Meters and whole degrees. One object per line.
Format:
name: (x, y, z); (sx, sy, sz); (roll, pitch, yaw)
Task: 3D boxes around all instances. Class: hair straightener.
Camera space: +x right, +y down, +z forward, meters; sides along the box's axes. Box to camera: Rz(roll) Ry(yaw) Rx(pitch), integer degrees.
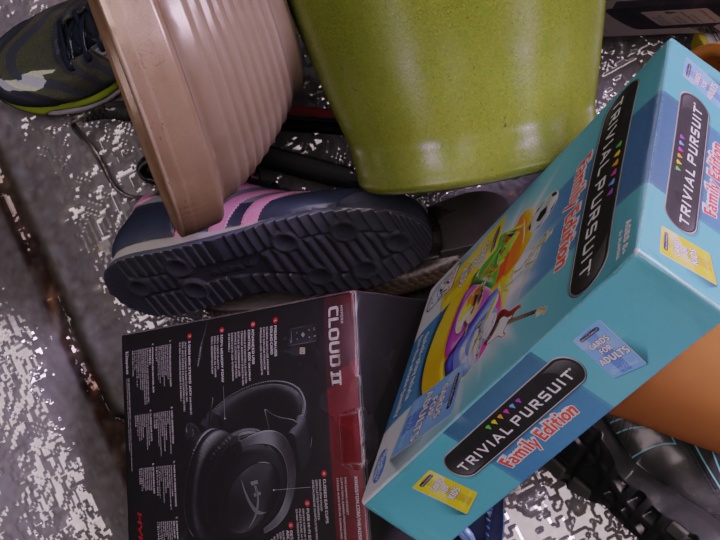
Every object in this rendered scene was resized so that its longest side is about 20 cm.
hair straightener: (-0.087, -0.068, 0.847); (0.197, 0.041, 0.078); (8, 82, 8)

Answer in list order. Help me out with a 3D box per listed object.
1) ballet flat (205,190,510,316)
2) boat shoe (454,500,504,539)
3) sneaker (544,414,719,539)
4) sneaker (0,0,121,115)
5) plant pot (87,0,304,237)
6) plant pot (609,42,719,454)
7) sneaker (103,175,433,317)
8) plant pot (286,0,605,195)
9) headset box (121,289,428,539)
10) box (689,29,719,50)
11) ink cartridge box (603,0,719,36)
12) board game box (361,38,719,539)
ballet flat: (0.000, 0.000, 0.825); (0.197, 0.047, 0.068); (-14, 47, 7)
boat shoe: (0.041, 0.108, 0.779); (0.083, 0.069, 0.203); (-1, 91, 16)
sneaker: (0.163, 0.105, 0.785); (0.079, 0.076, 0.200); (-32, 70, -28)
sneaker: (-0.144, -0.159, 0.848); (0.198, 0.081, 0.075); (-23, 79, 3)
plant pot: (-0.089, -0.128, 0.719); (0.092, 0.201, 0.203); (-22, 79, -8)
plant pot: (0.181, 0.005, 0.715); (0.139, 0.200, 0.202); (33, 86, -11)
sneaker: (-0.052, -0.031, 0.790); (0.197, 0.071, 0.083); (-6, 47, 17)
plant pot: (0.045, -0.145, 0.706); (0.197, 0.200, 0.196); (-9, 100, 6)
headset box: (-0.037, 0.097, 0.754); (0.198, 0.077, 0.151); (-12, 78, 36)
box: (0.288, -0.073, 0.798); (0.116, 0.048, 0.202); (-25, 77, 3)
ink cartridge box: (0.182, -0.215, 0.777); (0.198, 0.084, 0.147); (4, 81, 33)
board game box: (0.085, 0.013, 0.616); (0.047, 0.200, 0.152); (32, 41, -10)
